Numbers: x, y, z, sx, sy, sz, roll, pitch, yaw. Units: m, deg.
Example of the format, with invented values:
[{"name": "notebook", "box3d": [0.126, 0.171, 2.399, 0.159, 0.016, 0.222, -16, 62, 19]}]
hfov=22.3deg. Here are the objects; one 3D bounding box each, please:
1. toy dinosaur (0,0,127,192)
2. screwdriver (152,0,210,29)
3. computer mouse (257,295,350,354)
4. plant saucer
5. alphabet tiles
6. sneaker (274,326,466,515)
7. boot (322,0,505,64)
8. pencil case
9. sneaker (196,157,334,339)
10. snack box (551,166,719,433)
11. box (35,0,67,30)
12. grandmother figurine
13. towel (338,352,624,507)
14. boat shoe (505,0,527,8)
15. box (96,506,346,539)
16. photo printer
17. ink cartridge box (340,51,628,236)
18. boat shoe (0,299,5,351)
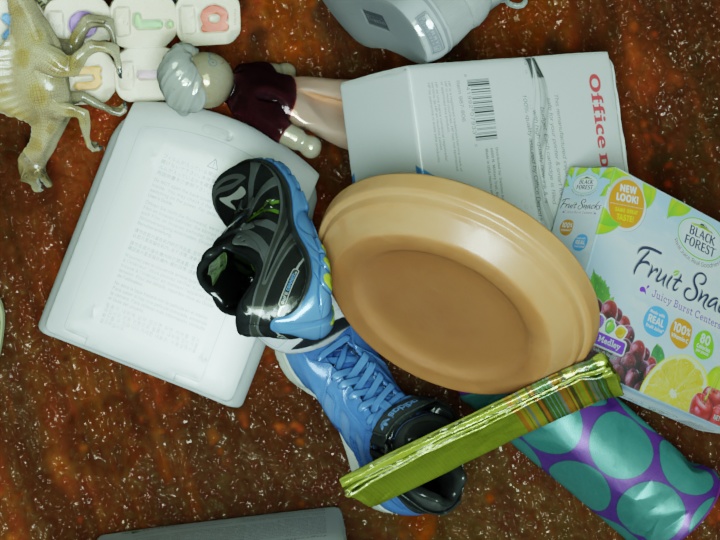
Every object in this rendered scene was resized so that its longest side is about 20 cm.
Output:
[{"name": "toy dinosaur", "box3d": [-0.224, -0.153, 1.323, 0.101, 0.058, 0.201, -9, 105, -8]}, {"name": "screwdriver", "box3d": [-0.079, -0.221, 1.391, 0.199, 0.029, 0.028, -24, 91, 0]}, {"name": "computer mouse", "box3d": [0.000, 0.000, 1.330, 0.200, 0.044, 0.110, -28, 73, -38]}, {"name": "plant saucer", "box3d": [0.059, 0.018, 1.214, 0.199, 0.200, 0.038, 29, 56, -1]}, {"name": "alphabet tiles", "box3d": [-0.188, -0.224, 1.351, 0.194, 0.015, 0.201, -5, 104, -11]}, {"name": "sneaker", "box3d": [0.012, 0.092, 1.335, 0.077, 0.111, 0.201, -32, 104, -28]}, {"name": "boot", "box3d": [0.039, -0.210, 1.327, 0.095, 0.200, 0.074, -34, 124, -12]}, {"name": "pencil case", "box3d": [0.173, 0.122, 1.372, 0.200, 0.092, 0.085, 41, 134, -2]}, {"name": "sneaker", "box3d": [-0.074, -0.018, 1.244, 0.082, 0.200, 0.071, -6, 122, -13]}, {"name": "snack box", "box3d": [0.217, 0.025, 1.330, 0.199, 0.053, 0.143, 23, 78, -35]}, {"name": "box", "box3d": [-0.248, -0.303, 1.376, 0.200, 0.050, 0.199, 42, 90, -3]}, {"name": "grandmother figurine", "box3d": [-0.054, -0.126, 1.350, 0.199, 0.121, 0.061, 12, 110, -19]}, {"name": "towel", "box3d": [0.086, 0.114, 1.249, 0.199, 0.086, 0.018, -26, 67, 7]}, {"name": "boat shoe", "box3d": [0.101, -0.234, 1.371, 0.199, 0.068, 0.074, -27, 64, 22]}, {"name": "box", "box3d": [-0.094, 0.289, 1.325, 0.199, 0.171, 0.200, -8, 91, -1]}, {"name": "photo printer", "box3d": [-0.130, -0.019, 1.372, 0.166, 0.069, 0.201, 20, 90, -2]}, {"name": "ink cartridge box", "box3d": [0.094, -0.076, 1.321, 0.199, 0.084, 0.145, -9, 92, -38]}, {"name": "boat shoe", "box3d": [-0.332, 0.099, 1.372, 0.073, 0.063, 0.201, 33, 90, -2]}]
